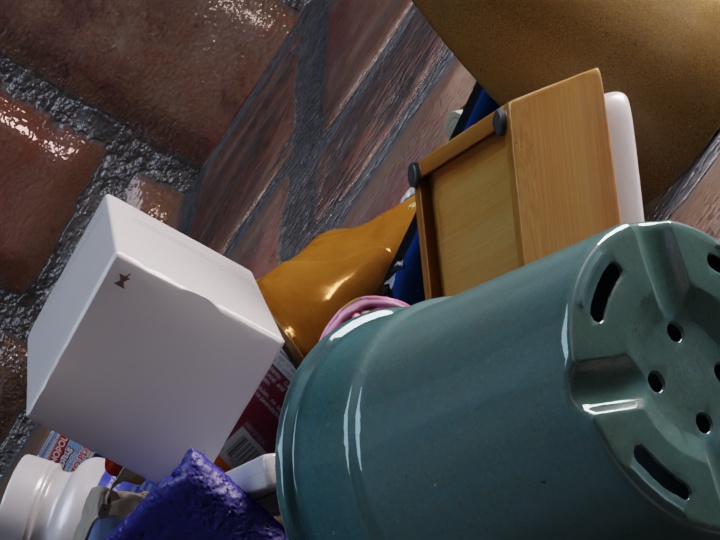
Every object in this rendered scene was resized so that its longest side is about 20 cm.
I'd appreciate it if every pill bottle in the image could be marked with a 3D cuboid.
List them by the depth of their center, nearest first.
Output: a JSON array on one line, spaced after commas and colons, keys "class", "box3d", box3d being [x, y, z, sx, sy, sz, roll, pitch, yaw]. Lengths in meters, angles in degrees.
[{"class": "pill bottle", "box3d": [-0.051, 0.089, 1.670, 0.200, 0.114, 0.114, -42, 9, -9]}, {"class": "pill bottle", "box3d": [-0.180, 0.211, 1.728, 0.112, 0.199, 0.113, 18, -90, -86]}]

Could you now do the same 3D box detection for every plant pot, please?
[{"class": "plant pot", "box3d": [0.094, 0.079, 1.038, 0.196, 0.200, 0.201, -33, 28, 49]}, {"class": "plant pot", "box3d": [0.133, -0.166, 1.421, 0.187, 0.199, 0.187, -56, 11, 17]}]

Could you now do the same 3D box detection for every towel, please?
[{"class": "towel", "box3d": [-0.059, 0.203, 1.313, 0.148, 0.200, 0.050, -45, 4, 43]}]

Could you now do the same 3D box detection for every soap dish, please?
[{"class": "soap dish", "box3d": [0.098, -0.022, 1.349, 0.200, 0.081, 0.158, 150, 116, -69]}]

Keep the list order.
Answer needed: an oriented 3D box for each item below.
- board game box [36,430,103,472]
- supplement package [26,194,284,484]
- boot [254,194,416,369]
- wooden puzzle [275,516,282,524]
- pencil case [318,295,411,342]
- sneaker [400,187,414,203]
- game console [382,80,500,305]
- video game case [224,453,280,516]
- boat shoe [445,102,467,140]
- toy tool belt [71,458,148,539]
[{"class": "board game box", "box3d": [-0.179, 0.181, 1.856, 0.062, 0.199, 0.200, -58, 12, 5]}, {"class": "supplement package", "box3d": [-0.138, 0.045, 1.426, 0.120, 0.121, 0.200, -60, 13, 6]}, {"class": "boot", "box3d": [0.000, 0.000, 1.552, 0.144, 0.071, 0.201, -29, 14, 4]}, {"class": "wooden puzzle", "box3d": [-0.091, 0.253, 1.558, 0.200, 0.037, 0.186, -73, 0, -64]}, {"class": "pencil case", "box3d": [0.010, 0.074, 1.397, 0.200, 0.082, 0.087, 102, -177, -79]}, {"class": "sneaker", "box3d": [0.038, 0.000, 1.749, 0.200, 0.066, 0.091, -47, 19, 58]}, {"class": "game console", "box3d": [0.067, -0.015, 1.544, 0.118, 0.171, 0.201, -1, 55, 44]}, {"class": "video game case", "box3d": [-0.006, 0.128, 1.369, 0.200, 0.181, 0.023, 147, 117, -65]}, {"class": "boat shoe", "box3d": [0.116, -0.111, 1.730, 0.067, 0.072, 0.200, -24, -5, -16]}, {"class": "toy tool belt", "box3d": [-0.147, 0.209, 1.605, 0.125, 0.122, 0.201, -111, 41, -70]}]
